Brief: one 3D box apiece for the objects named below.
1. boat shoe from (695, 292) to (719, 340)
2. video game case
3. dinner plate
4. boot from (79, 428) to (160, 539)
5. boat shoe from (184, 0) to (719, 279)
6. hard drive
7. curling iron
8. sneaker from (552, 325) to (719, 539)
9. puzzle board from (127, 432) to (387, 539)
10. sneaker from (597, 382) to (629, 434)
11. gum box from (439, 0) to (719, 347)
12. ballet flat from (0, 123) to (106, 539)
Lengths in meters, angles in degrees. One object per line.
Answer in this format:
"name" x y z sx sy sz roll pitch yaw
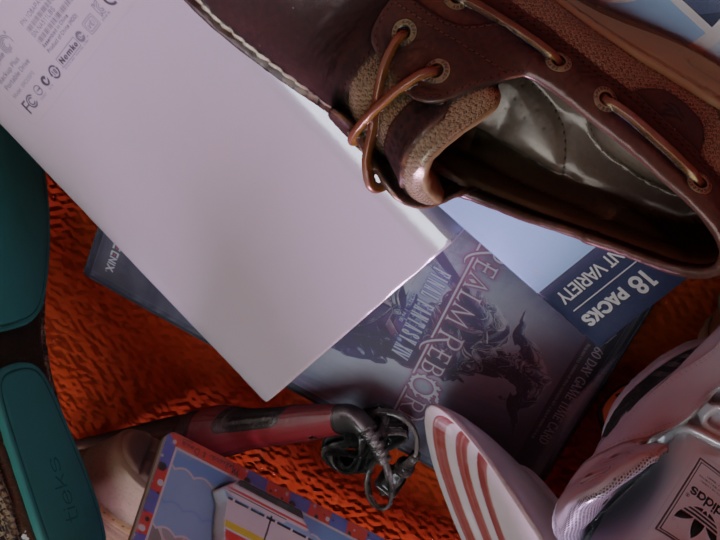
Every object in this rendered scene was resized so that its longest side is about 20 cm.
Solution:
"boat shoe" 0.209 0.055 0.769 0.200 0.072 0.076 28 124 5
"video game case" 0.000 0.000 0.866 0.200 0.019 0.143 29 136 4
"dinner plate" 0.078 0.134 0.835 0.024 0.200 0.201 -26 121 -6
"boot" -0.083 0.168 0.963 0.200 0.072 0.166 44 120 -9
"boat shoe" 0.028 -0.055 0.689 0.200 0.072 0.072 28 130 1
"hard drive" -0.066 -0.057 0.818 0.200 0.025 0.132 46 137 -2
"curling iron" -0.056 0.075 0.939 0.200 0.026 0.050 -6 123 40
"sneaker" 0.130 0.044 0.693 0.075 0.115 0.200 41 130 -2
"puzzle board" -0.012 0.169 0.887 0.200 0.151 0.017 30 151 -23
"sneaker" 0.118 0.121 0.884 0.090 0.070 0.200 36 145 28
"gum box" 0.062 -0.092 0.724 0.200 0.045 0.170 41 129 -9
"ballet flat" -0.151 0.033 0.888 0.075 0.068 0.201 -12 89 32
